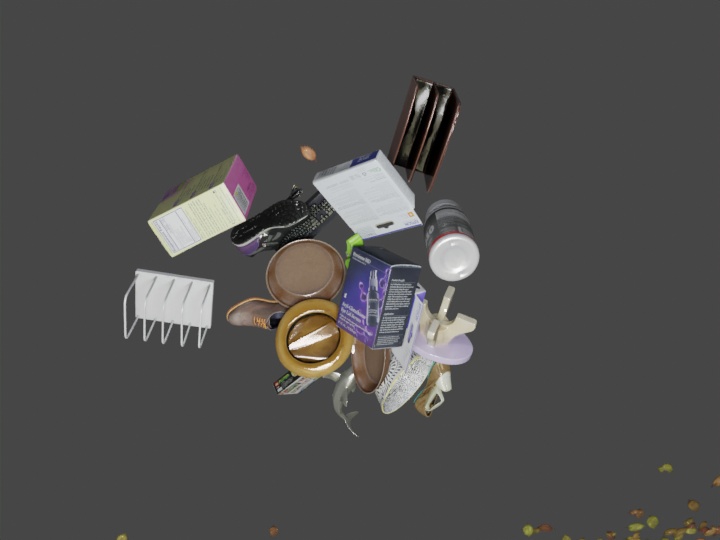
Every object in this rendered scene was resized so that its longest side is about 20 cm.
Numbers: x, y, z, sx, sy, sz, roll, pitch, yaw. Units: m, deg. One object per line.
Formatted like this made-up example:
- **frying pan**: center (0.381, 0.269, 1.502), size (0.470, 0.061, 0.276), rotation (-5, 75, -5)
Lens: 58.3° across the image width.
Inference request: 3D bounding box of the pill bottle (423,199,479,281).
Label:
- **pill bottle**: center (0.202, -0.076, 1.478), size (0.110, 0.202, 0.117), rotation (0, 121, 0)

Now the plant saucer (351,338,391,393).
- **plant saucer**: center (0.031, 0.209, 1.647), size (0.036, 0.202, 0.204), rotation (2, 122, -25)

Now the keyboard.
- **keyboard**: center (-0.152, -0.124, 1.551), size (0.199, 0.021, 0.127), rotation (-41, 112, 19)

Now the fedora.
- **fedora**: center (-0.113, 0.171, 1.607), size (0.195, 0.082, 0.207), rotation (0, 77, 0)

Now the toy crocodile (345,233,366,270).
- **toy crocodile**: center (0.000, 0.000, 1.593), size (0.067, 0.061, 0.203), rotation (-38, 130, -26)

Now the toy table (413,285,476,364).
- **toy table**: center (0.197, 0.138, 1.623), size (0.195, 0.186, 0.119), rotation (13, 132, 5)

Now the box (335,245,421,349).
- **box**: center (0.040, 0.060, 1.508), size (0.103, 0.147, 0.205), rotation (1, 107, -41)

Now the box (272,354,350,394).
- **box**: center (-0.129, 0.263, 1.721), size (0.199, 0.035, 0.109), rotation (-39, 157, 18)

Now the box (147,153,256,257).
- **box**: center (-0.348, -0.148, 1.445), size (0.196, 0.177, 0.098), rotation (-23, 117, 12)

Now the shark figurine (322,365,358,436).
- **shark figurine**: center (-0.042, 0.358, 1.770), size (0.125, 0.090, 0.220), rotation (0, 116, -19)

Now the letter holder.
- **letter holder**: center (0.133, -0.290, 1.391), size (0.098, 0.143, 0.204), rotation (14, 119, -9)

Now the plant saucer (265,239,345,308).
- **plant saucer**: center (-0.136, 0.005, 1.591), size (0.195, 0.037, 0.205), rotation (-6, 123, -10)

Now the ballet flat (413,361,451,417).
- **ballet flat**: center (0.208, 0.323, 1.769), size (0.067, 0.072, 0.203), rotation (-2, 127, -41)

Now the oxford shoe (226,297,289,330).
- **oxford shoe**: center (-0.251, 0.115, 1.652), size (0.194, 0.073, 0.073), rotation (-9, 120, 5)

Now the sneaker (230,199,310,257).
- **sneaker**: center (-0.204, -0.097, 1.529), size (0.196, 0.077, 0.088), rotation (-22, 146, 5)

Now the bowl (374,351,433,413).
- **bowl**: center (0.095, 0.270, 1.710), size (0.094, 0.199, 0.204), rotation (38, 120, 26)

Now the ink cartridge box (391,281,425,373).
- **ink cartridge box**: center (0.103, 0.110, 1.584), size (0.042, 0.201, 0.202), rotation (-3, 123, -24)

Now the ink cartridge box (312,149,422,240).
- **ink cartridge box**: center (0.021, -0.165, 1.465), size (0.196, 0.041, 0.201), rotation (-11, 132, 39)

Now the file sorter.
- **file sorter**: center (-0.478, 0.102, 1.613), size (0.194, 0.126, 0.142), rotation (8, 120, -6)
